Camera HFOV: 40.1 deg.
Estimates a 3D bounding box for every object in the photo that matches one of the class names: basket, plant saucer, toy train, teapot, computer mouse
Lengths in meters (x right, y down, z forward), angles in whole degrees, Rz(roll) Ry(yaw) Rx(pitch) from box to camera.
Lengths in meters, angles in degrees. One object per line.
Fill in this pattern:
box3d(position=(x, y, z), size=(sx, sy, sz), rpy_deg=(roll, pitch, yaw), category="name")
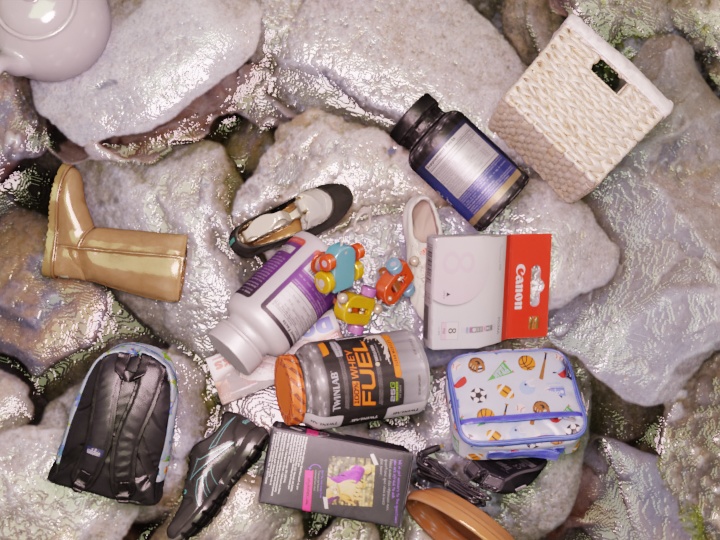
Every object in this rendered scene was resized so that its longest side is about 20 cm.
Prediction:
box3d(position=(0.308, -0.226, 1.436), size=(0.198, 0.200, 0.161), rpy_deg=(43, 87, 3), category="basket")
box3d(position=(0.149, 0.360, 1.345), size=(0.200, 0.200, 0.038), rpy_deg=(39, 69, 2), category="plant saucer")
box3d(position=(0.000, 0.000, 1.365), size=(0.055, 0.200, 0.151), rpy_deg=(23, 71, 38), category="toy train")
box3d(position=(-0.457, -0.380, 1.423), size=(0.196, 0.146, 0.201), rpy_deg=(-19, 83, -7), category="teapot")
box3d(position=(0.166, 0.283, 1.403), size=(0.140, 0.199, 0.046), rpy_deg=(23, 113, 35), category="computer mouse")

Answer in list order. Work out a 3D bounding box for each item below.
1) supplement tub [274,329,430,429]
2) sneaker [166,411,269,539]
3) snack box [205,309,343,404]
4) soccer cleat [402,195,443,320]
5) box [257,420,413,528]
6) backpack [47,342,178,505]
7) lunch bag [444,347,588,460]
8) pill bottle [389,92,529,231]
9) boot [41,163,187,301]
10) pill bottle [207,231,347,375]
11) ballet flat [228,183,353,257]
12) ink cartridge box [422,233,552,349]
box3d(position=(-0.013, 0.153, 1.376), size=(0.199, 0.122, 0.124), rpy_deg=(-7, 83, -19), category="supplement tub")
box3d(position=(-0.214, 0.292, 1.398), size=(0.079, 0.075, 0.200), rpy_deg=(34, 74, 14), category="sneaker")
box3d(position=(-0.120, 0.126, 1.440), size=(0.199, 0.024, 0.072), rpy_deg=(-21, 82, -7), category="snack box")
box3d(position=(0.098, -0.012, 1.448), size=(0.069, 0.078, 0.202), rpy_deg=(-10, 84, -5), category="soccer cleat")
box3d(position=(-0.036, 0.281, 1.376), size=(0.198, 0.122, 0.107), rpy_deg=(11, 85, -3), category="box")
box3d(position=(-0.327, 0.199, 1.368), size=(0.162, 0.154, 0.201), rpy_deg=(11, 103, 0), category="backpack")
box3d(position=(0.222, 0.193, 1.401), size=(0.198, 0.076, 0.161), rpy_deg=(-3, 53, -5), category="lunch bag")
box3d(position=(0.142, -0.163, 1.455), size=(0.200, 0.112, 0.112), rpy_deg=(43, 82, 3), category="pill bottle")
box3d(position=(-0.348, -0.054, 1.432), size=(0.198, 0.066, 0.177), rpy_deg=(8, 94, -2), category="boot")
box3d(position=(-0.116, 0.049, 1.392), size=(0.111, 0.111, 0.200), rpy_deg=(44, 71, 2), category="pill bottle")
box3d(position=(-0.099, -0.075, 1.446), size=(0.199, 0.068, 0.068), rpy_deg=(-28, 81, -8), category="ballet flat")
box3d(position=(0.190, 0.028, 1.426), size=(0.198, 0.057, 0.164), rpy_deg=(-1, 100, -11), category="ink cartridge box")
